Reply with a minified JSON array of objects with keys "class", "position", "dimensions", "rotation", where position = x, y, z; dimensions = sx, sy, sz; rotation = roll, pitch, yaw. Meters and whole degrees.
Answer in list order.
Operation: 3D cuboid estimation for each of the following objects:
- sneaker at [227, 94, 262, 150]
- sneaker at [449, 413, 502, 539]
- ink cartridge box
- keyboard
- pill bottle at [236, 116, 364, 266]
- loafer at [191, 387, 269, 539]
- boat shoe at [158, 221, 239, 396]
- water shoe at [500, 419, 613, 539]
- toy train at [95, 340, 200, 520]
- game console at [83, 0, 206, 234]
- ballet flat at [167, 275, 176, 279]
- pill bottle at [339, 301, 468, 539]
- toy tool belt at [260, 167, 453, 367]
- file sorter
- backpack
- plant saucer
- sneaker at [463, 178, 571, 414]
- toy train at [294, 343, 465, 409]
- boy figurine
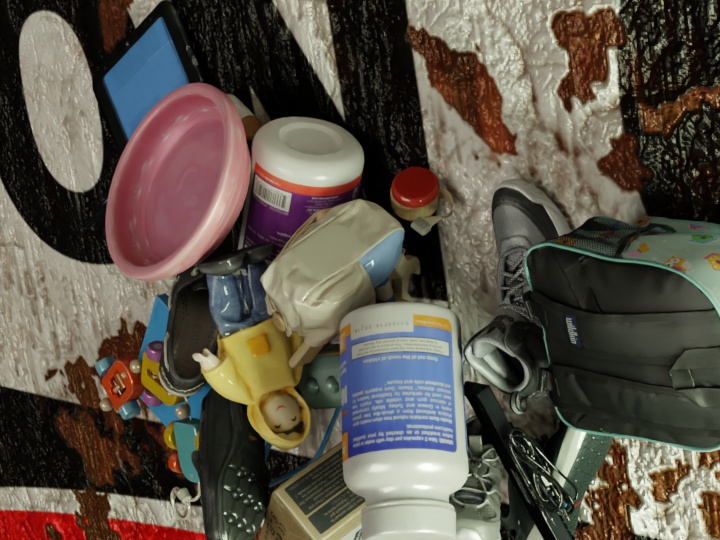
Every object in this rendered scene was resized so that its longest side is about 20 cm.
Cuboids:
[{"class":"sneaker","position":[-0.146,-0.079,1.735],"dimensions":[0.085,0.072,0.201],"rotation":[40,130,32]},{"class":"sneaker","position":[0.096,0.194,1.520],"dimensions":[0.074,0.200,0.083],"rotation":[9,107,-2]},{"class":"ink cartridge box","position":[-0.018,0.243,1.630],"dimensions":[0.075,0.164,0.201],"rotation":[47,151,19]},{"class":"keyboard","position":[0.158,0.183,1.439],"dimensions":[0.201,0.039,0.104],"rotation":[61,173,-7]},{"class":"pill bottle","position":[-0.064,-0.044,1.634],"dimensions":[0.112,0.112,0.201],"rotation":[35,130,32]},{"class":"loafer","position":[-0.130,0.190,1.595],"dimensions":[0.070,0.068,0.202],"rotation":[-28,42,30]},{"class":"boat shoe","position":[-0.160,0.026,1.656],"dimensions":[0.060,0.073,0.202],"rotation":[132,155,-73]},{"class":"water shoe","position":[0.169,0.183,1.506],"dimensions":[0.079,0.071,0.201],"rotation":[37,131,28]},{"class":"toy train","position":[-0.200,0.153,1.726],"dimensions":[0.201,0.055,0.150],"rotation":[56,139,19]},{"class":"game console","position":[-0.254,-0.164,1.791],"dimensions":[0.116,0.176,0.200],"rotation":[41,140,-12]},{"class":"ballet flat","position":[-0.172,-0.010,1.725],"dimensions":[0.199,0.069,0.068],"rotation":[29,156,-10]},{"class":"pill bottle","position":[0.038,0.138,1.438],"dimensions":[0.112,0.111,0.202],"rotation":[-25,59,49]},{"class":"toy tool belt","position":[0.000,0.000,1.550],"dimensions":[0.125,0.200,0.123],"rotation":[37,153,30]},{"class":"file sorter","position":[-0.131,0.124,1.769],"dimensions":[0.200,0.122,0.139],"rotation":[44,133,25]},{"class":"backpack","position":[0.248,0.047,1.302],"dimensions":[0.199,0.152,0.177],"rotation":[13,118,54]},{"class":"plant saucer","position":[-0.173,-0.082,1.605],"dimensions":[0.200,0.051,0.202],"rotation":[-26,54,41]},{"class":"sneaker","position":[0.139,0.025,1.441],"dimensions":[0.075,0.113,0.202],"rotation":[-13,96,48]},{"class":"toy train","position":[0.010,0.094,1.610],"dimensions":[0.199,0.113,0.086],"rotation":[-7,101,48]},{"class":"boy figurine","position":[-0.101,0.080,1.570],"dimensions":[0.064,0.124,0.202],"rotation":[-5,100,58]}]
